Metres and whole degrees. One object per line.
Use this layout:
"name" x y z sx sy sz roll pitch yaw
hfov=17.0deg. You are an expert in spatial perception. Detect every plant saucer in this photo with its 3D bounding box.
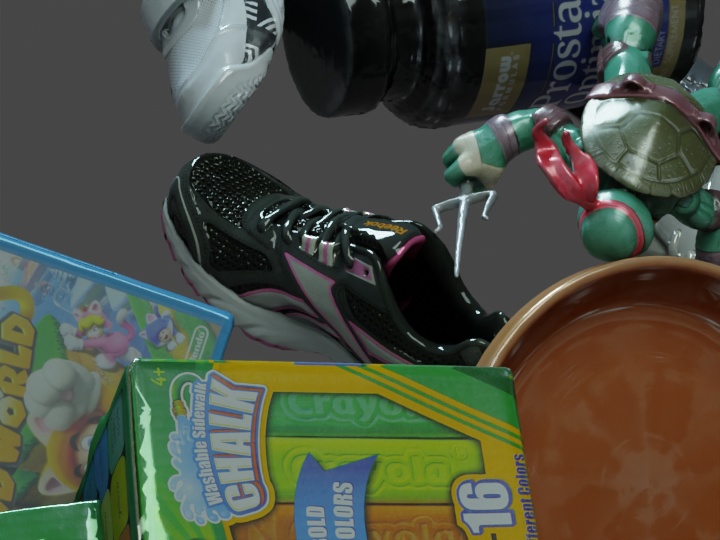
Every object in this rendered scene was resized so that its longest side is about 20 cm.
"plant saucer" 0.127 0.095 1.051 0.199 0.032 0.201 1 86 -23

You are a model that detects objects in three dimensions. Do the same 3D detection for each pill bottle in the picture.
"pill bottle" 0.066 -0.133 1.230 0.199 0.112 0.112 -10 55 -24

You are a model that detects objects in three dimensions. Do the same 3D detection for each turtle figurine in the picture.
"turtle figurine" 0.127 -0.047 1.112 0.149 0.101 0.200 37 48 -6

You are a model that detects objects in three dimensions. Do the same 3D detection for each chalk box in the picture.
"chalk box" -0.043 0.115 0.918 0.199 0.124 0.125 1 59 -18

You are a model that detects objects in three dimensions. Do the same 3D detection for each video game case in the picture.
"video game case" -0.168 0.054 0.999 0.199 0.018 0.144 19 93 -1

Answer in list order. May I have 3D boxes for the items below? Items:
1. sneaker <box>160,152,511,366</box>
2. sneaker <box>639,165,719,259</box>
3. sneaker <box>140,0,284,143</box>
"sneaker" 0.000 0.000 1.113 0.200 0.087 0.080 35 48 14
"sneaker" 0.177 0.005 1.184 0.099 0.078 0.201 -4 45 -10
"sneaker" -0.102 -0.151 1.202 0.114 0.075 0.201 22 42 -20
